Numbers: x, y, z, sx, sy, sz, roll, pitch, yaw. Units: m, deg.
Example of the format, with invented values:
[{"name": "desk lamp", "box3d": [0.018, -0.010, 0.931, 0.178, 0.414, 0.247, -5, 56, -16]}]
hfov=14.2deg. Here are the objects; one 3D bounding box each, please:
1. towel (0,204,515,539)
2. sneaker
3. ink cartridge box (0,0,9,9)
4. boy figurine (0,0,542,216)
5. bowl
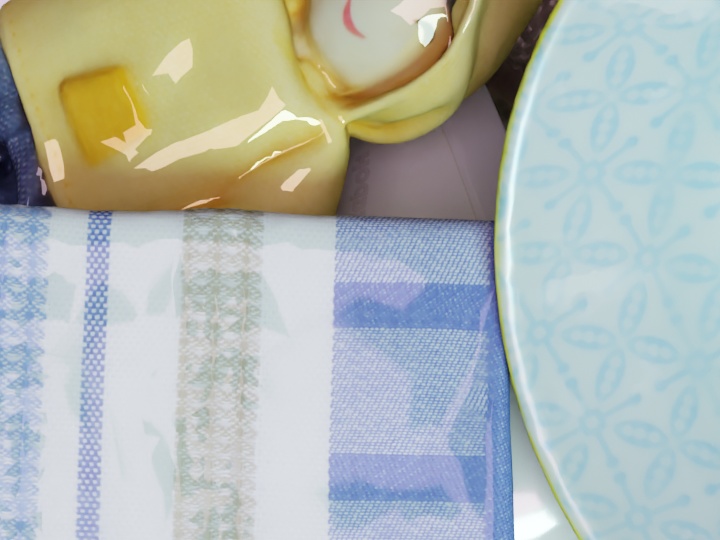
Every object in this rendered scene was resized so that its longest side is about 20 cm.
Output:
[{"name": "towel", "box3d": [-0.064, 0.058, 0.649, 0.200, 0.024, 0.147, 0, 82, 0]}, {"name": "sneaker", "box3d": [0.000, 0.000, 0.725, 0.085, 0.200, 0.073, -13, 135, -10]}, {"name": "ink cartridge box", "box3d": [-0.111, -0.119, 0.770, 0.145, 0.083, 0.200, -43, 89, 4]}, {"name": "boy figurine", "box3d": [-0.050, -0.036, 0.693, 0.200, 0.064, 0.125, -15, 74, 6]}, {"name": "bowl", "box3d": [0.139, -0.003, 0.623, 0.200, 0.108, 0.201, 10, 106, 36]}]
